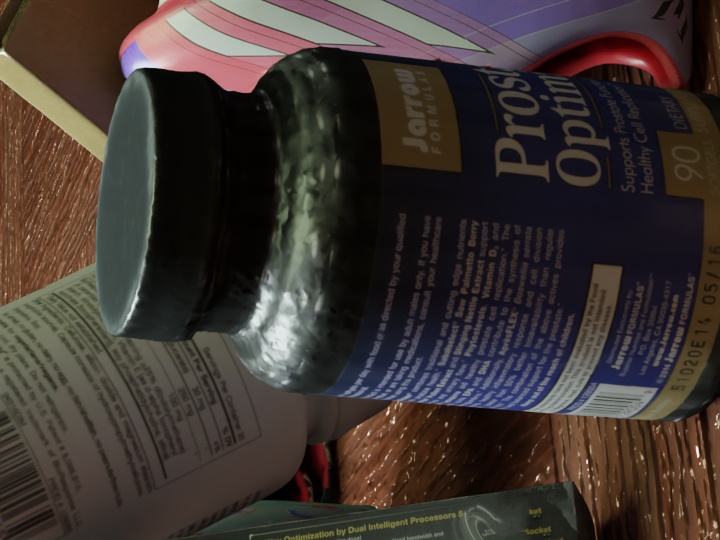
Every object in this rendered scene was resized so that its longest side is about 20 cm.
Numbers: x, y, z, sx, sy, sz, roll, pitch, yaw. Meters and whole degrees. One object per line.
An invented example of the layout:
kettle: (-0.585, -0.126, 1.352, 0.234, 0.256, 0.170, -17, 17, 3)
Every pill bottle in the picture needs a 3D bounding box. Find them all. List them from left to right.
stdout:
pill bottle: (-0.092, 0.054, 1.016, 0.113, 0.200, 0.113, 46, 150, 36)
pill bottle: (0.021, -0.012, 0.844, 0.112, 0.200, 0.112, -175, 90, -73)

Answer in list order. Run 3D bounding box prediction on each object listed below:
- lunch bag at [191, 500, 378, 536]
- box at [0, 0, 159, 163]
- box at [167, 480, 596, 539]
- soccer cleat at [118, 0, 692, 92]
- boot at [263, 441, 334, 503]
lunch bag: (-0.067, 0.162, 1.075, 0.170, 0.200, 0.122, -148, 64, -69)
box: (-0.035, -0.080, 0.987, 0.021, 0.200, 0.164, -18, 41, 46)
box: (-0.011, 0.166, 0.907, 0.050, 0.200, 0.158, 62, -159, -61)
soccer cleat: (0.016, -0.079, 0.904, 0.067, 0.200, 0.077, 60, -162, -80)
boot: (-0.064, 0.147, 1.291, 0.151, 0.073, 0.200, 126, 151, -58)
